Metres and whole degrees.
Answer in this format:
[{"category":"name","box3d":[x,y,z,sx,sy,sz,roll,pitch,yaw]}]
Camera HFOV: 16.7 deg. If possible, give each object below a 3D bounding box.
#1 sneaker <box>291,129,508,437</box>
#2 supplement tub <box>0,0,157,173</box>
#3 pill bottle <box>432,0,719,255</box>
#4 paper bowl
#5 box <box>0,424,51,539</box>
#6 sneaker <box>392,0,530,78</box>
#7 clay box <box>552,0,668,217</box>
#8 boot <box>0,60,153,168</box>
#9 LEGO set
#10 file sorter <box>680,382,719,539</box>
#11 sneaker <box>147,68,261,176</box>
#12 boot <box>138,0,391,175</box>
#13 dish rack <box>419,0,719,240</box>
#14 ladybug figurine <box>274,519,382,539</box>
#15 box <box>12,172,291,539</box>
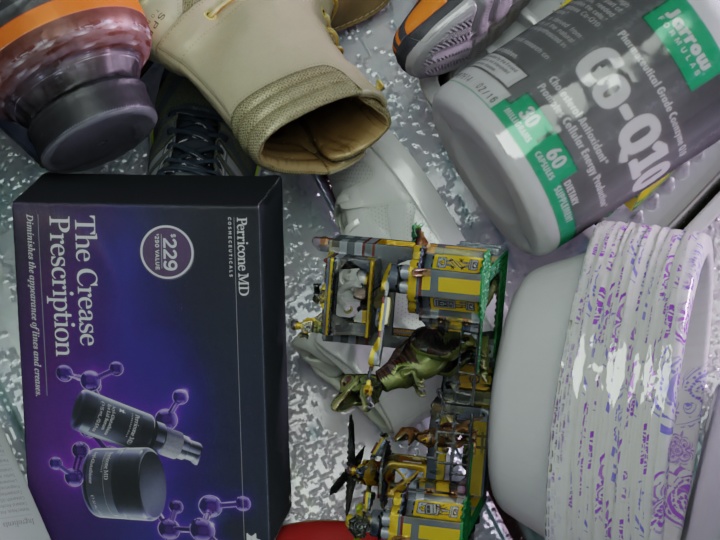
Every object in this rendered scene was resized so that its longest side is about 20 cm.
[{"category":"sneaker","box3d":[0.000,0.000,1.455,0.116,0.074,0.200,-29,76,-13]},{"category":"supplement tub","box3d":[-0.184,-0.157,1.389,0.107,0.107,0.200,-24,74,-9]},{"category":"pill bottle","box3d":[0.149,-0.105,1.377,0.200,0.113,0.113,-34,75,-10]},{"category":"paper bowl","box3d":[0.133,0.072,1.366,0.104,0.201,0.201,7,71,14]},{"category":"box","box3d":[-0.242,0.175,1.351,0.124,0.097,0.200,-37,71,31]},{"category":"sneaker","box3d":[0.062,-0.206,1.481,0.112,0.078,0.200,39,62,11]},{"category":"clay box","box3d":[0.173,-0.127,1.469,0.200,0.048,0.115,-43,79,-12]},{"category":"boot","box3d":[-0.232,-0.152,1.491,0.200,0.075,0.097,37,86,3]},{"category":"LEGO set","box3d":[0.011,0.061,1.331,0.116,0.154,0.200,5,106,9]},{"category":"file sorter","box3d":[0.257,0.117,1.354,0.124,0.200,0.139,15,72,2]},{"category":"sneaker","box3d":[-0.096,-0.051,1.466,0.074,0.081,0.200,2,71,-1]},{"category":"boot","box3d":[-0.025,-0.129,1.449,0.200,0.073,0.155,-14,47,-40]},{"category":"dish rack","box3d":[0.154,-0.106,1.509,0.200,0.044,0.172,41,75,12]},{"category":"ladybug figurine","box3d":[-0.001,0.206,1.386,0.200,0.072,0.136,14,72,4]},{"category":"box","box3d":[-0.114,0.050,1.376,0.141,0.079,0.200,0,105,6]}]
